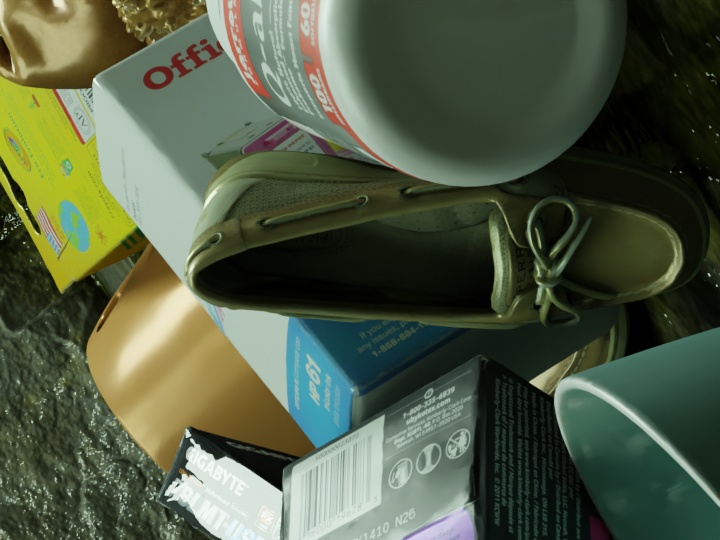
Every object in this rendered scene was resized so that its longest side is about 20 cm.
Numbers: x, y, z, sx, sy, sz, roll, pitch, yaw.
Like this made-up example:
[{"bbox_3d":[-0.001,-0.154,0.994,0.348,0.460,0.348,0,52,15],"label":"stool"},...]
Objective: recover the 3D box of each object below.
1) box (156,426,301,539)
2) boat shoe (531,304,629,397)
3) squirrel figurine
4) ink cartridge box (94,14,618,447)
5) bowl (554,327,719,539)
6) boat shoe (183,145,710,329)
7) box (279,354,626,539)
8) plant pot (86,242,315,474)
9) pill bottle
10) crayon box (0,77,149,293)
[{"bbox_3d":[0.031,0.152,1.372,0.200,0.050,0.198,20,-172,-43],"label":"box"},{"bbox_3d":[0.053,0.059,1.299,0.200,0.066,0.074,-49,57,47],"label":"boat shoe"},{"bbox_3d":[-0.105,-0.176,1.312,0.200,0.141,0.187,37,140,30],"label":"squirrel figurine"},{"bbox_3d":[-0.003,-0.031,1.201,0.200,0.144,0.085,48,159,28],"label":"ink cartridge box"},{"bbox_3d":[0.168,0.091,0.981,0.201,0.105,0.201,52,170,13],"label":"bowl"},{"bbox_3d":[0.034,-0.007,1.074,0.063,0.200,0.073,-75,-11,-57],"label":"boat shoe"},{"bbox_3d":[0.075,0.140,1.123,0.200,0.122,0.106,34,-137,-33],"label":"box"},{"bbox_3d":[-0.066,0.045,1.630,0.200,0.140,0.200,44,-167,-13],"label":"plant pot"},{"bbox_3d":[0.012,-0.101,1.051,0.116,0.116,0.200,58,169,-18],"label":"pill bottle"},{"bbox_3d":[-0.147,-0.076,1.534,0.127,0.051,0.200,62,150,3],"label":"crayon box"}]
